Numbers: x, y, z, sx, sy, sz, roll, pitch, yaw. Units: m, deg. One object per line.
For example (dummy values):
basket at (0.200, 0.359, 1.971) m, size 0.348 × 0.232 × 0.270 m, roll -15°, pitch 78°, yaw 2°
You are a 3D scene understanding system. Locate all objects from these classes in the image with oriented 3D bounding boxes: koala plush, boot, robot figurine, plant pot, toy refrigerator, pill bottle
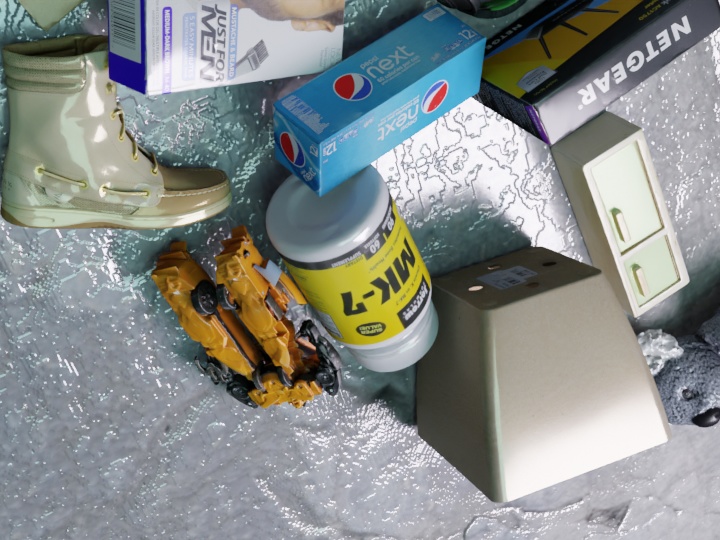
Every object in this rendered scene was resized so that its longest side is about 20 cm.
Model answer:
koala plush at (0.396, 0.114, 1.339) m, size 0.199 × 0.185 × 0.178 m, roll -20°, pitch 134°, yaw 10°
boot at (-0.201, -0.118, 1.000) m, size 0.198 × 0.073 × 0.157 m, roll -2°, pitch 112°, yaw -20°
robot figurine at (-0.098, 0.053, 1.104) m, size 0.144 × 0.058 × 0.201 m, roll -11°, pitch 130°, yaw 27°
plant pot at (0.167, 0.086, 1.194) m, size 0.198 × 0.200 × 0.179 m, roll -16°, pitch 108°, yaw -16°
toy refrigerator at (0.274, -0.055, 1.238) m, size 0.076 × 0.070 × 0.201 m, roll -31°, pitch 122°, yaw -8°
pill bottle at (0.000, 0.000, 1.100) m, size 0.114 × 0.114 × 0.200 m, roll -35°, pitch 137°, yaw -5°

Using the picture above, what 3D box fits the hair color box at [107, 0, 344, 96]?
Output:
hair color box at (-0.105, -0.212, 0.968) m, size 0.199 × 0.065 × 0.110 m, roll -17°, pitch 121°, yaw -40°

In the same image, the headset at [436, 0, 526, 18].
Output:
headset at (0.097, -0.285, 1.040) m, size 0.199 × 0.094 × 0.124 m, roll -2°, pitch 114°, yaw -35°

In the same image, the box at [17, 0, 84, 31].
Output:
box at (-0.224, -0.312, 0.927) m, size 0.200 × 0.021 × 0.164 m, roll -40°, pitch 122°, yaw -2°

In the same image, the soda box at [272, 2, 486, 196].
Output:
soda box at (0.018, -0.151, 1.040) m, size 0.199 × 0.064 × 0.068 m, roll -35°, pitch 150°, yaw -26°

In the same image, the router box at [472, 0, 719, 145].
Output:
router box at (0.208, -0.209, 1.092) m, size 0.199 × 0.149 × 0.051 m, roll -35°, pitch 123°, yaw -6°
